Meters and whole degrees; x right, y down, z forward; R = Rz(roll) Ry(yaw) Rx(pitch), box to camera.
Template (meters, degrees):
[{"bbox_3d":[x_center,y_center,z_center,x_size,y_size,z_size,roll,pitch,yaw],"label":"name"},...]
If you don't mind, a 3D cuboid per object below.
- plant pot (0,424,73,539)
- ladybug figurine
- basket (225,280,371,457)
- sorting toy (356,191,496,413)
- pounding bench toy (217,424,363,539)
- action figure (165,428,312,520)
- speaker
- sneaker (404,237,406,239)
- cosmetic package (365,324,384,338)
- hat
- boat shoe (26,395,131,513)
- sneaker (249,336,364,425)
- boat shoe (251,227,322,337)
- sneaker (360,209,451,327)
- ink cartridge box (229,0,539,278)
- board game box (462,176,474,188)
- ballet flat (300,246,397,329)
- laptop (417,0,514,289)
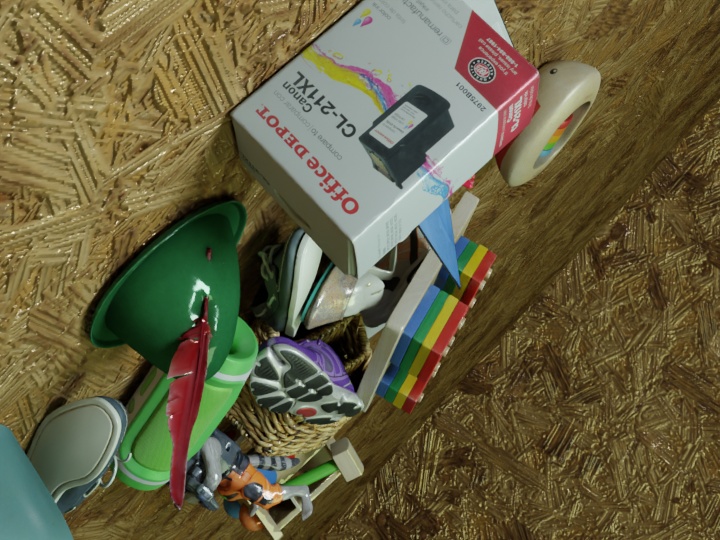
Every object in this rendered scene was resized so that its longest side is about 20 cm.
[{"bbox_3d":[-0.322,0.256,0.942,0.200,0.161,0.201,-41,166,-12],"label":"plant pot"},{"bbox_3d":[0.227,-0.189,1.449,0.135,0.072,0.201,-32,161,-43],"label":"ladybug figurine"},{"bbox_3d":[-0.056,0.115,1.350,0.149,0.143,0.199,-51,165,26],"label":"basket"},{"bbox_3d":[0.081,0.050,1.280,0.200,0.069,0.201,-57,173,-32],"label":"sorting toy"},{"bbox_3d":[-0.103,0.257,1.467,0.156,0.125,0.199,-40,-157,-19],"label":"pounding bench toy"},{"bbox_3d":[-0.170,0.221,1.323,0.199,0.193,0.106,9,-113,55],"label":"action figure"},{"bbox_3d":[-0.182,0.131,1.152,0.201,0.088,0.088,-53,164,28],"label":"speaker"},{"bbox_3d":[0.005,-0.069,1.142,0.079,0.080,0.200,-47,165,13],"label":"sneaker"},{"bbox_3d":[0.027,0.031,1.542,0.199,0.052,0.152,-34,160,-40],"label":"cosmetic package"},{"bbox_3d":[-0.118,0.071,0.968,0.200,0.176,0.166,-43,166,-8],"label":"hat"},{"bbox_3d":[-0.265,0.178,1.066,0.062,0.075,0.201,-21,154,-55],"label":"boat shoe"},{"bbox_3d":[-0.064,0.106,1.219,0.080,0.085,0.200,-23,155,11],"label":"sneaker"},{"bbox_3d":[-0.079,0.009,1.139,0.201,0.061,0.074,106,8,-67],"label":"boat shoe"},{"bbox_3d":[0.044,-0.029,1.383,0.073,0.080,0.201,-19,-149,51],"label":"sneaker"},{"bbox_3d":[0.019,-0.118,0.894,0.200,0.146,0.083,-42,165,-12],"label":"ink cartridge box"},{"bbox_3d":[0.132,-0.143,1.236,0.201,0.038,0.160,110,3,-64],"label":"board game box"},{"bbox_3d":[0.000,0.000,1.213,0.201,0.066,0.069,-62,176,-47],"label":"ballet flat"},{"bbox_3d":[0.096,-0.126,1.037,0.200,0.116,0.188,-44,144,-4],"label":"laptop"}]
